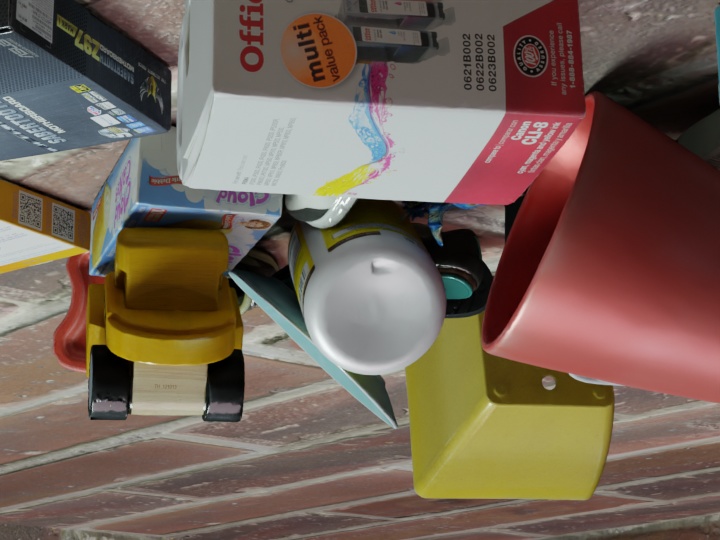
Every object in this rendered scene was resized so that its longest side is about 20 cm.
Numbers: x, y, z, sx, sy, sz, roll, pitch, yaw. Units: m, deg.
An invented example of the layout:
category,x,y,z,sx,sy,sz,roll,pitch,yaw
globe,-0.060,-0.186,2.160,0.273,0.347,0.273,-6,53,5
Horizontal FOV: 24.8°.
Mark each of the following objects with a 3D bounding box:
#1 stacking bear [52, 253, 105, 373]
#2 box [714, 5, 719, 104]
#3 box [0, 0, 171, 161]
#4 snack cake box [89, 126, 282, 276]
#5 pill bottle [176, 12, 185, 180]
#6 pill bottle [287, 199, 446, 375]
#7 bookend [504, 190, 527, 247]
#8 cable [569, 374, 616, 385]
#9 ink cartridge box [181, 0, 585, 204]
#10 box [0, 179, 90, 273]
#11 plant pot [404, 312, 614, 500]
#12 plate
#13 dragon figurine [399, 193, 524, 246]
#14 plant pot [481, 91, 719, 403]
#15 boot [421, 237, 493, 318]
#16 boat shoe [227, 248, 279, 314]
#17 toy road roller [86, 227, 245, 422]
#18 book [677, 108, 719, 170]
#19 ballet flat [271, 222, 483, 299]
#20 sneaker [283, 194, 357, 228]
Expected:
category,x,y,z,sx,sy,sz,roll,pitch,yaw
stacking bear,-0.195,0.044,1.566,0.113,0.122,0.200,9,178,16
box,0.319,-0.121,1.073,0.199,0.083,0.049,11,162,-34
box,-0.236,-0.129,1.058,0.157,0.051,0.200,-6,163,20
snack cake box,-0.143,-0.048,1.312,0.114,0.068,0.200,6,162,-18
pill bottle,-0.015,-0.107,1.039,0.198,0.114,0.113,2,164,-10
pill bottle,0.000,0.000,1.299,0.108,0.110,0.200,1,-162,-8
bookend,0.245,-0.027,1.373,0.197,0.093,0.200,-3,169,23
cable,0.269,0.059,1.395,0.198,0.070,0.200,4,170,-11
ink cartridge box,0.004,-0.129,0.903,0.198,0.146,0.145,2,164,-11
box,-0.334,-0.046,1.361,0.118,0.042,0.200,-11,159,31
plant pot,0.165,0.111,1.696,0.198,0.201,0.177,2,152,-12
plate,-0.035,0.060,1.404,0.026,0.200,0.200,-46,174,-6
dragon figurine,0.062,-0.059,1.193,0.099,0.059,0.200,-32,-165,11
plant pot,0.205,-0.003,1.174,0.176,0.201,0.200,22,161,-3
boot,0.025,0.025,1.568,0.197,0.074,0.163,6,162,1
boat shoe,-0.123,0.011,1.510,0.071,0.066,0.201,-16,161,11
toy road roller,-0.150,0.025,1.284,0.122,0.147,0.200,2,-160,-11
book,0.354,-0.093,1.211,0.199,0.048,0.133,11,153,-32
ballet flat,0.017,-0.006,1.446,0.199,0.069,0.068,-2,149,22
sneaker,-0.022,-0.093,1.196,0.080,0.074,0.200,21,154,-14
